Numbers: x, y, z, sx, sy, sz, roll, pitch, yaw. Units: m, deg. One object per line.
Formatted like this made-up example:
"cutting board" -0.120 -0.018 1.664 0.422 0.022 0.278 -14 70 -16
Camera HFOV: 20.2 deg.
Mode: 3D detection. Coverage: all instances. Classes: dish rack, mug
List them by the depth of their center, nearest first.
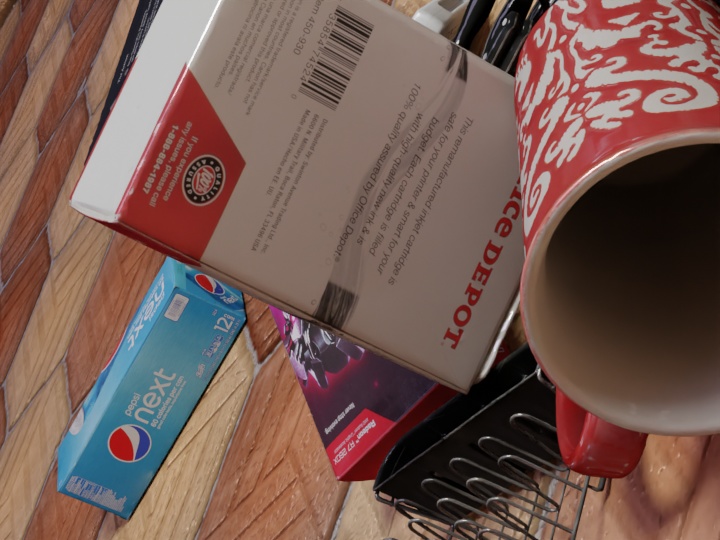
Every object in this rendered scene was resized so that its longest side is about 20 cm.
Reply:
"mug" 0.111 -0.027 0.856 0.178 0.133 0.200 -44 22 21
"dish rack" 0.045 0.143 0.925 0.153 0.055 0.200 -44 21 49

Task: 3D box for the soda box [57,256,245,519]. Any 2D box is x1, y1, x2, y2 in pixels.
"soda box" -0.165 0.090 1.573 0.200 0.064 0.068 -58 20 19

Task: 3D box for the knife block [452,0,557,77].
"knife block" 0.061 -0.085 1.176 0.200 0.064 0.176 -42 29 51

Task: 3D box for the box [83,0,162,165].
"box" -0.127 -0.183 1.730 0.200 0.117 0.197 -36 34 54

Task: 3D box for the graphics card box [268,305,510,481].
"graphics card box" 0.000 0.000 1.107 0.125 0.051 0.200 -47 56 46

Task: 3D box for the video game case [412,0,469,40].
"video game case" 0.010 -0.085 1.284 0.200 0.023 0.182 -59 -3 17

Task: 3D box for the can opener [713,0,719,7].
"can opener" 0.160 -0.129 0.977 0.200 0.053 0.067 -50 24 36

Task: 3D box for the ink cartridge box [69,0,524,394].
"ink cartridge box" -0.012 -0.049 0.954 0.147 0.200 0.083 -65 25 -4
